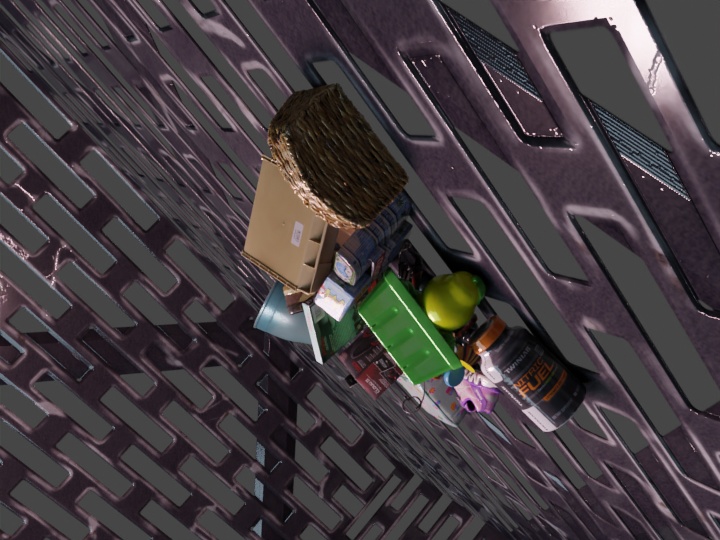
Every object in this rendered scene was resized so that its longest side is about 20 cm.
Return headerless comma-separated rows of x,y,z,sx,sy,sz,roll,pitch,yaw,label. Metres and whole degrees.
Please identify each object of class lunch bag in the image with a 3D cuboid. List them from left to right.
0.178,0.305,2.095,0.200,0.077,0.160,49,166,-23,lunch bag

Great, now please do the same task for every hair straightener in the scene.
0.073,0.039,1.500,0.077,0.041,0.201,30,127,40,hair straightener

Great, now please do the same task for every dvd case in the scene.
-0.017,0.059,1.481,0.022,0.200,0.147,25,142,35,dvd case

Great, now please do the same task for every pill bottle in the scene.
0.275,0.167,1.373,0.200,0.106,0.106,43,166,-3,pill bottle

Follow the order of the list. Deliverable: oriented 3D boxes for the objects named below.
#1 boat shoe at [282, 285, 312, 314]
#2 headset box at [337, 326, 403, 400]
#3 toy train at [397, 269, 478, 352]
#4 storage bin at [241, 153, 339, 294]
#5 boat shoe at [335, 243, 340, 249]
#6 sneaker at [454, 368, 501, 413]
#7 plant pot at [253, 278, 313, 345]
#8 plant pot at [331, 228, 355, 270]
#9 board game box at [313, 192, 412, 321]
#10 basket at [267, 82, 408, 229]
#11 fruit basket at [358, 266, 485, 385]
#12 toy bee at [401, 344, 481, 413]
-0.050,0.053,1.544,0.072,0.199,0.067,164,104,-65,boat shoe
0.046,0.184,1.803,0.075,0.200,0.149,48,177,-21,headset box
0.139,0.075,1.536,0.200,0.085,0.114,27,149,47,toy train
-0.106,-0.085,1.464,0.093,0.201,0.198,-5,-153,-46,storage bin
0.000,0.000,1.708,0.200,0.068,0.072,41,166,8,boat shoe
0.230,0.252,1.738,0.080,0.089,0.200,14,180,-25,sneaker
-0.172,0.113,2.292,0.187,0.201,0.200,27,166,-1,plant pot
-0.049,-0.028,1.623,0.201,0.200,0.093,48,-158,-22,plant pot
0.006,-0.018,1.362,0.062,0.200,0.200,37,164,7,board game box
-0.054,-0.161,1.233,0.200,0.143,0.149,49,164,-24,basket
0.120,0.069,1.390,0.215,0.216,0.156,43,-178,-2,fruit basket
0.161,0.176,1.573,0.130,0.200,0.109,7,129,33,toy bee
